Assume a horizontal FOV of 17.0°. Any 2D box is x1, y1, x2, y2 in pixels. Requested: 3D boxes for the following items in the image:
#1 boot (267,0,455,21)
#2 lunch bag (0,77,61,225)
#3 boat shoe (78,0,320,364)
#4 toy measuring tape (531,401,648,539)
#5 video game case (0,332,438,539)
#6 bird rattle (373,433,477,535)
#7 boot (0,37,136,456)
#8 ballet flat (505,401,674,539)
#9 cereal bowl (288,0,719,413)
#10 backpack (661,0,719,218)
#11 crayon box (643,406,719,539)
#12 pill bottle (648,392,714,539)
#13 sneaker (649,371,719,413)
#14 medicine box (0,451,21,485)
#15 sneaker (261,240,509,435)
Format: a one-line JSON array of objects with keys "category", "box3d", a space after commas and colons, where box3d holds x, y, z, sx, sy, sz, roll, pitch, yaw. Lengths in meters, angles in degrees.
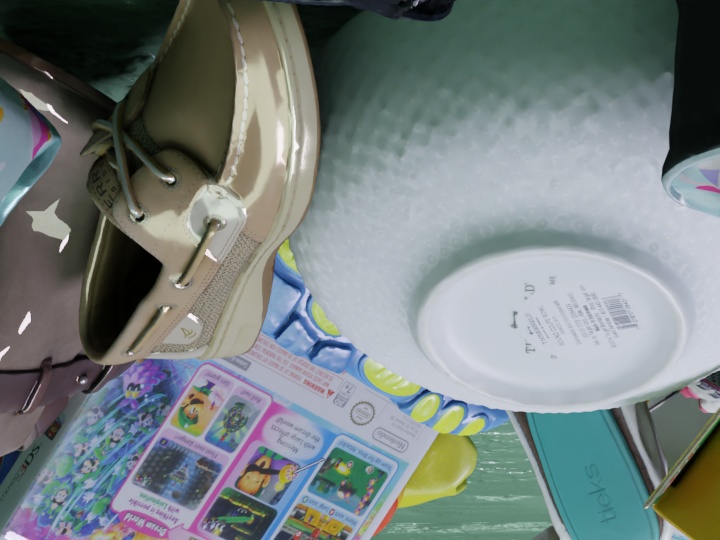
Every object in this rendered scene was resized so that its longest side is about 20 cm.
[{"category": "boot", "box3d": [-0.059, -0.116, 0.630, 0.167, 0.077, 0.200, 2, 171, 16]}, {"category": "lunch bag", "box3d": [-0.215, -0.072, 0.734, 0.199, 0.122, 0.170, 34, 177, 25]}, {"category": "boat shoe", "box3d": [-0.061, -0.031, 0.836, 0.064, 0.072, 0.201, -12, 143, -22]}, {"category": "toy measuring tape", "box3d": [0.089, 0.056, 1.086, 0.073, 0.074, 0.200, -4, -154, 25]}, {"category": "video game case", "box3d": [-0.051, 0.074, 1.087, 0.200, 0.183, 0.024, 31, -177, -45]}, {"category": "bird rattle", "box3d": [-0.026, 0.116, 1.243, 0.113, 0.200, 0.163, 45, 146, 4]}, {"category": "boot", "box3d": [-0.129, 0.002, 0.922, 0.070, 0.147, 0.200, 32, 178, 21]}, {"category": "ballet flat", "box3d": [0.082, 0.026, 0.988, 0.069, 0.201, 0.069, -19, -165, 5]}, {"category": "cereal bowl", "box3d": [0.067, -0.011, 0.849, 0.198, 0.084, 0.201, 3, 142, 3]}, {"category": "backpack", "box3d": [0.211, -0.040, 0.741, 0.199, 0.152, 0.177, 12, 161, -43]}, {"category": "crayon box", "box3d": [0.176, 0.058, 0.955, 0.051, 0.127, 0.200, 37, -174, 14]}, {"category": "pill bottle", "box3d": [0.187, 0.100, 1.269, 0.110, 0.112, 0.200, 0, 163, 11]}, {"category": "sneaker", "box3d": [0.166, 0.023, 1.070, 0.199, 0.081, 0.075, 10, 147, -32]}, {"category": "medicine box", "box3d": [-0.144, 0.118, 1.212, 0.102, 0.183, 0.200, 19, 166, -13]}, {"category": "sneaker", "box3d": [0.000, 0.000, 1.024, 0.071, 0.083, 0.199, -37, 132, 18]}]
